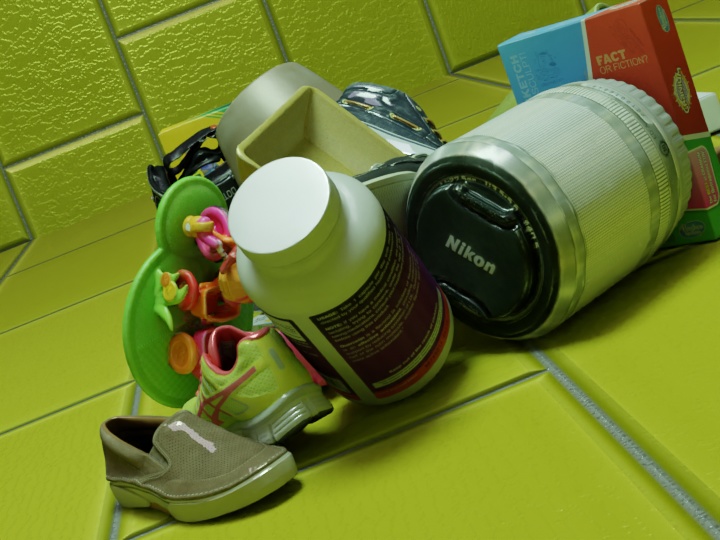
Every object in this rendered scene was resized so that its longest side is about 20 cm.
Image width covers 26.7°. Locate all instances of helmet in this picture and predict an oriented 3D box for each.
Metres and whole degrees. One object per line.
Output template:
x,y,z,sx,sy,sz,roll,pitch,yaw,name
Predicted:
-0.133,-0.067,1.718,0.198,0.191,0.201,-19,39,16,helmet

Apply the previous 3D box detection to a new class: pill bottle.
-0.015,0.007,1.079,0.111,0.200,0.113,-13,54,19,pill bottle

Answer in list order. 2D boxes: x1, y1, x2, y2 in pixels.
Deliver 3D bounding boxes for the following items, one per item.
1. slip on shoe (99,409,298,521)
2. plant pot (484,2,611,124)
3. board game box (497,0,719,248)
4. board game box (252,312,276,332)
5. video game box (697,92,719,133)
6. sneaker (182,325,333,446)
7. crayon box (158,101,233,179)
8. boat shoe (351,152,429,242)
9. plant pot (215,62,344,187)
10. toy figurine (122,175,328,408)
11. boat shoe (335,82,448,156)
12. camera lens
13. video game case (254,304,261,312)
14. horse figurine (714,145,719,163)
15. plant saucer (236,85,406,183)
-0.122,0.131,1.075,0.076,0.061,0.199,-28,13,-34,slip on shoe
0.193,-0.117,1.429,0.199,0.188,0.187,-32,5,25,plant pot
0.212,-0.115,1.264,0.152,0.202,0.040,-10,15,46,board game box
-0.001,0.022,1.442,0.134,0.034,0.199,-10,16,45,board game box
0.282,-0.147,1.699,0.199,0.047,0.182,-23,9,-7,video game box
-0.090,0.084,1.141,0.078,0.091,0.200,-31,5,-31,sneaker
-0.137,-0.111,1.899,0.171,0.202,0.058,-22,11,-3,crayon box
0.032,-0.058,1.223,0.067,0.072,0.199,25,22,30,boat shoe
-0.050,-0.111,1.554,0.200,0.174,0.200,-39,-13,-11,plant pot
-0.082,0.027,1.253,0.183,0.202,0.149,7,6,41,toy figurine
0.056,-0.113,1.417,0.091,0.199,0.071,-56,-12,-43,boat shoe
0.146,-0.050,1.180,0.199,0.161,0.159,-31,14,-40,camera lens
0.000,0.000,1.410,0.142,0.019,0.199,-29,14,-35,video game case
0.352,-0.101,1.310,0.199,0.050,0.132,-25,-3,11,horse figurine
-0.006,-0.057,1.288,0.049,0.199,0.200,-53,1,28,plant saucer
